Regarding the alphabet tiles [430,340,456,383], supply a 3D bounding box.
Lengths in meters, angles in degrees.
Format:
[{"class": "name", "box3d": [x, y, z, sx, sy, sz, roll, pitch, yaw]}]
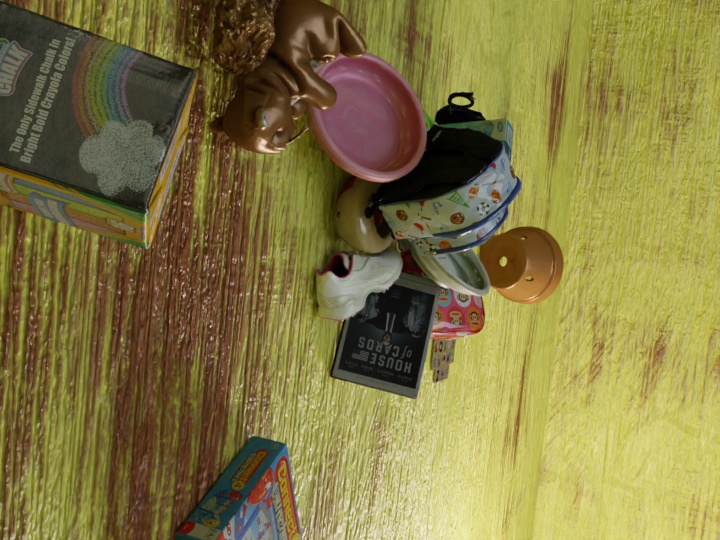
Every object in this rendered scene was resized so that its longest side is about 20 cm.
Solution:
[{"class": "alphabet tiles", "box3d": [0.193, 0.153, 2.003, 0.166, 0.006, 0.201, -3, 99, -67]}]

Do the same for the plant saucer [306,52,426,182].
[{"class": "plant saucer", "box3d": [0.003, -0.217, 1.270, 0.200, 0.051, 0.202, 12, 67, -30]}]

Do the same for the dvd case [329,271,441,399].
[{"class": "dvd case", "box3d": [0.044, 0.097, 1.460, 0.025, 0.149, 0.201, 133, -29, -73]}]

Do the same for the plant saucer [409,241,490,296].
[{"class": "plant saucer", "box3d": [0.136, -0.025, 1.493, 0.050, 0.200, 0.200, -42, 170, 23]}]

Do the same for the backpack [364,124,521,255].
[{"class": "backpack", "box3d": [0.138, -0.114, 1.308, 0.154, 0.190, 0.200, 51, 58, -21]}]

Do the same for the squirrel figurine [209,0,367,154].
[{"class": "squirrel figurine", "box3d": [-0.116, -0.241, 1.024, 0.200, 0.141, 0.187, 48, 62, -44]}]

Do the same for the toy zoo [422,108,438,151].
[{"class": "toy zoo", "box3d": [0.076, -0.253, 1.442, 0.200, 0.020, 0.132, 39, 30, -40]}]

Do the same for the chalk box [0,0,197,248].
[{"class": "chalk box", "box3d": [-0.243, -0.114, 0.685, 0.124, 0.199, 0.125, 138, -31, -73]}]

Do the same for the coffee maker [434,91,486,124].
[{"class": "coffee maker", "box3d": [0.162, -0.201, 1.671, 0.192, 0.134, 0.201, 53, 49, -51]}]

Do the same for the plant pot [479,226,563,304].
[{"class": "plant pot", "box3d": [0.390, -0.018, 2.213, 0.140, 0.199, 0.201, 7, 90, -50]}]

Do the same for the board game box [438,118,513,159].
[{"class": "board game box", "box3d": [0.163, -0.183, 1.554, 0.047, 0.199, 0.152, 38, 55, -59]}]

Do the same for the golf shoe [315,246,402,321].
[{"class": "golf shoe", "box3d": [0.000, 0.000, 1.387, 0.200, 0.075, 0.092, -40, 123, -44]}]

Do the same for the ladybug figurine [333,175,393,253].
[{"class": "ladybug figurine", "box3d": [0.014, -0.103, 1.403, 0.200, 0.072, 0.136, -45, 130, -56]}]

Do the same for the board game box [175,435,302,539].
[{"class": "board game box", "box3d": [-0.154, 0.362, 1.171, 0.196, 0.056, 0.201, -50, 141, -52]}]

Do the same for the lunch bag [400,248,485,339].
[{"class": "lunch bag", "box3d": [0.129, 0.033, 1.578, 0.199, 0.082, 0.177, 3, 76, -39]}]

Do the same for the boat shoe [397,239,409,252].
[{"class": "boat shoe", "box3d": [0.106, -0.039, 1.655, 0.075, 0.066, 0.200, -47, 116, -19]}]
